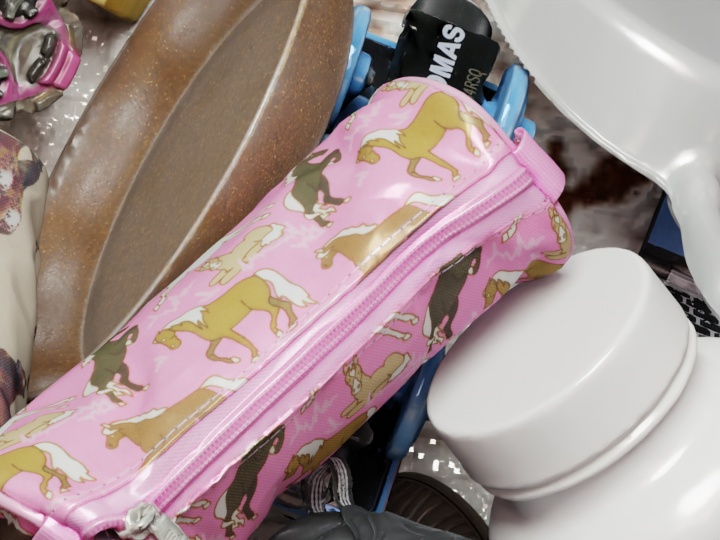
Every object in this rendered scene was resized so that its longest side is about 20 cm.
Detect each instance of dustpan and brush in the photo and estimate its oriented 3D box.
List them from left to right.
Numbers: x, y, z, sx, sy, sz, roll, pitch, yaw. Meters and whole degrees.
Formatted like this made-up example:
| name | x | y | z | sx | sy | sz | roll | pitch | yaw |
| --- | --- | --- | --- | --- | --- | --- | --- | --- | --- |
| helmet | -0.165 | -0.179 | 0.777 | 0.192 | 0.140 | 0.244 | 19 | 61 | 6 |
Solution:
| name | x | y | z | sx | sy | sz | roll | pitch | yaw |
| --- | --- | --- | --- | --- | --- | --- | --- | --- | --- |
| dustpan and brush | 0.109 | -0.048 | 0.868 | 0.139 | 0.200 | 0.057 | 20 | 113 | -24 |

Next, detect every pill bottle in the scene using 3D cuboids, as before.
| name | x | y | z | sx | sy | sz | roll | pitch | yaw |
| --- | --- | --- | --- | --- | --- | --- | --- | --- | --- |
| pill bottle | 0.109 | 0.092 | 0.801 | 0.111 | 0.111 | 0.200 | -46 | 112 | -17 |

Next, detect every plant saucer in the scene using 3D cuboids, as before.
| name | x | y | z | sx | sy | sz | roll | pitch | yaw |
| --- | --- | --- | --- | --- | --- | --- | --- | --- | --- |
| plant saucer | -0.059 | -0.039 | 0.867 | 0.034 | 0.200 | 0.201 | 29 | 70 | -20 |

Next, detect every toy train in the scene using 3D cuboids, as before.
| name | x | y | z | sx | sy | sz | roll | pitch | yaw |
| --- | --- | --- | --- | --- | --- | --- | --- | --- | --- |
| toy train | 0.000 | 0.000 | 0.879 | 0.086 | 0.114 | 0.201 | 20 | 62 | -4 |

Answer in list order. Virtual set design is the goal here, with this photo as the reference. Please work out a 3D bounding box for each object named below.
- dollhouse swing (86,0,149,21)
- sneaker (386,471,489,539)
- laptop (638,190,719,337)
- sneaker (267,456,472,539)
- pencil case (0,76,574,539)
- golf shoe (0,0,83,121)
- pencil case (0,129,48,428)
| name | x | y | z | sx | sy | sz | roll | pitch | yaw |
| --- | --- | --- | --- | --- | --- | --- | --- | --- | --- |
| dollhouse swing | -0.144 | -0.207 | 0.913 | 0.199 | 0.176 | 0.182 | 28 | 72 | 6 |
| sneaker | 0.056 | 0.163 | 0.874 | 0.075 | 0.106 | 0.200 | -37 | 49 | 7 |
| laptop | 0.202 | -0.005 | 0.913 | 0.186 | 0.200 | 0.116 | 22 | 105 | 3 |
| sneaker | -0.007 | 0.157 | 0.785 | 0.114 | 0.075 | 0.201 | 32 | 114 | 36 |
| pencil case | -0.027 | 0.026 | 0.747 | 0.086 | 0.083 | 0.200 | 32 | 62 | 32 |
| golf shoe | -0.197 | -0.111 | 0.897 | 0.199 | 0.092 | 0.073 | 31 | 83 | -20 |
| pencil case | -0.139 | 0.050 | 0.800 | 0.077 | 0.090 | 0.201 | 0 | 65 | -2 |
